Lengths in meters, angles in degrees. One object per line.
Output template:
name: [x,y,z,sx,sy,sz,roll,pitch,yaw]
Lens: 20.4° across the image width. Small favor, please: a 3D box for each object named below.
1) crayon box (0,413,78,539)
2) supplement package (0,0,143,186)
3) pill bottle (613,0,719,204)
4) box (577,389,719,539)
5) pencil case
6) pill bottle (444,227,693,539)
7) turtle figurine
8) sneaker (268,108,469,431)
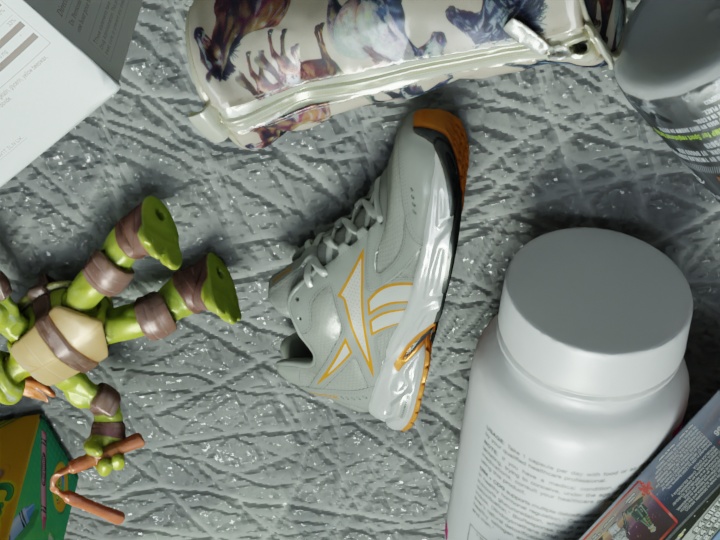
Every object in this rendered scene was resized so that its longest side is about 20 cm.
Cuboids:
crayon box: [-0.236,0.178,1.108,0.118,0.201,0.058,-11,130,15]
supplement package: [-0.201,-0.154,0.821,0.147,0.192,0.200,-34,120,29]
pill bottle: [0.213,-0.055,0.920,0.106,0.107,0.200,-30,122,28]
box: [0.155,0.164,1.039,0.200,0.040,0.137,-48,143,7]
pencil case: [0.019,-0.110,0.904,0.199,0.090,0.078,-13,126,17]
pill bottle: [0.109,0.084,1.048,0.112,0.114,0.201,6,132,0]
turtle figurine: [-0.145,0.037,1.067,0.161,0.065,0.200,-30,114,19]
sneaker: [0.000,0.000,1.016,0.091,0.076,0.201,12,130,1]
